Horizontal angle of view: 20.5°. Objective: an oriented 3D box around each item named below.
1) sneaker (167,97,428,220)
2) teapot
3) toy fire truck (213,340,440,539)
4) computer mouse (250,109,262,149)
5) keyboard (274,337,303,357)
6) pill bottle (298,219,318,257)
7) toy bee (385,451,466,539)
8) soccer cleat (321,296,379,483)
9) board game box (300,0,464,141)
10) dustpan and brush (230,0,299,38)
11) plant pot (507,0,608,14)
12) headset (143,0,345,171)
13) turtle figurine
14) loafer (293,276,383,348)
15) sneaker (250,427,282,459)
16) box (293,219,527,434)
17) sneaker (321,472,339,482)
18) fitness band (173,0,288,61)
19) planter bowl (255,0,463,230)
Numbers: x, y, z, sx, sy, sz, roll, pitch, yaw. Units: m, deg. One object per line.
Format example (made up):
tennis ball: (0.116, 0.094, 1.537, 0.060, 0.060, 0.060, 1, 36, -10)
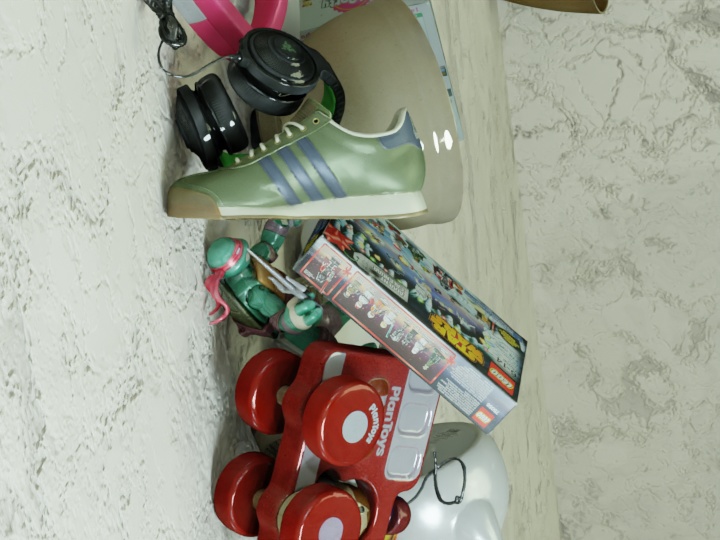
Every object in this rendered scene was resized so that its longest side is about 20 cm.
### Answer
sneaker: (-0.047, -0.084, 1.493, 0.067, 0.198, 0.091, -160, -111, -79)
teapot: (0.060, 0.245, 1.918, 0.200, 0.196, 0.147, -61, 133, -72)
toy fire truck: (-0.012, 0.152, 1.556, 0.167, 0.112, 0.202, 9, 96, -42)
computer mouse: (-0.063, -0.105, 1.835, 0.200, 0.034, 0.059, 49, 38, -73)
keyboard: (-0.026, 0.110, 1.707, 0.200, 0.011, 0.057, 28, -55, 59)
pill bottle: (0.000, 0.000, 1.934, 0.200, 0.103, 0.105, 59, 29, -68)
toy bee: (-0.007, 0.240, 1.777, 0.108, 0.131, 0.202, 18, 93, -39)
soccer cleat: (-0.019, 0.095, 1.772, 0.069, 0.077, 0.202, -21, 115, -37)
board game box: (0.011, -0.198, 1.940, 0.201, 0.146, 0.065, 71, 8, -52)
dustpan and brush: (-0.097, -0.285, 1.709, 0.139, 0.057, 0.202, 20, 72, -66)
plant pot: (0.337, -0.549, 3.606, 0.186, 0.198, 0.188, -4, 90, -69)
headset: (-0.096, -0.144, 1.512, 0.200, 0.123, 0.094, 35, 22, -55)
turtle figurine: (-0.064, 0.012, 1.613, 0.200, 0.100, 0.151, 47, 26, -44)
loafer: (-0.030, 0.070, 1.861, 0.200, 0.068, 0.076, 44, 42, -50)
sneaker: (-0.053, 0.134, 1.704, 0.200, 0.070, 0.076, 74, 0, -69)
box: (0.043, 0.028, 1.564, 0.200, 0.040, 0.137, 40, 20, -7)
sneaker: (-0.042, 0.249, 1.632, 0.115, 0.075, 0.201, 104, -11, -55)
fitness band: (-0.110, -0.253, 1.561, 0.200, 0.037, 0.145, 50, 39, -50)
planter bowl: (-0.011, -0.119, 1.694, 0.200, 0.134, 0.202, 162, -90, -78)
